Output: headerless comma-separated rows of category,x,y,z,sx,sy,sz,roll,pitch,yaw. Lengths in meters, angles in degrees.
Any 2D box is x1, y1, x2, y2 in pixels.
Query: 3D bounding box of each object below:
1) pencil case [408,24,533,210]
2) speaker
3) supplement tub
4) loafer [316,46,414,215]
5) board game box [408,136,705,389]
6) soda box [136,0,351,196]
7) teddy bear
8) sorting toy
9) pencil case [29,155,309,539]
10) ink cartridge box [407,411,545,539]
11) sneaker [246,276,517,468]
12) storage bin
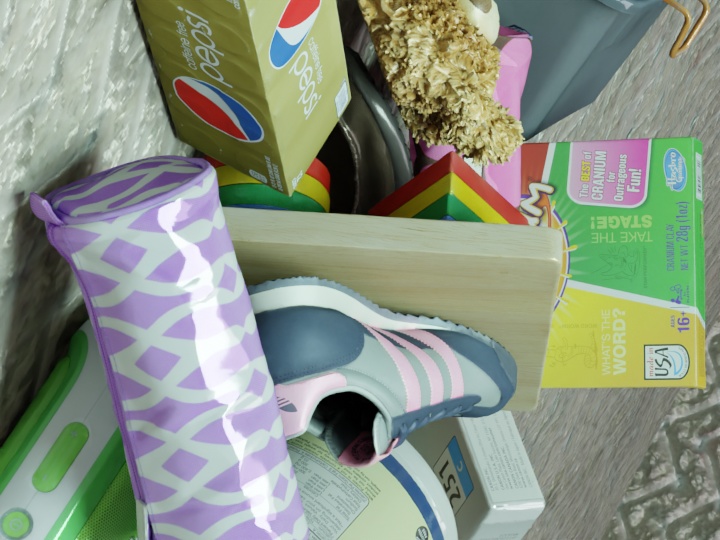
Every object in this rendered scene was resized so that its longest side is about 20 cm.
pencil case,0.055,-0.050,1.463,0.090,0.094,0.201,2,95,-31
speaker,-0.143,0.115,1.170,0.200,0.088,0.089,-58,164,-21
supplement tub,-0.056,0.171,1.257,0.200,0.145,0.145,-46,157,-40
loafer,-0.014,-0.034,1.369,0.071,0.073,0.200,-16,135,-14
board game box,0.111,-0.002,1.518,0.040,0.199,0.154,9,79,-74
soda box,-0.054,-0.113,1.122,0.064,0.068,0.200,-58,164,-19
teddy bear,0.041,-0.120,1.309,0.067,0.145,0.200,-22,162,2
sorting toy,0.000,0.000,1.285,0.199,0.199,0.070,90,4,-65
pencil case,-0.084,0.048,1.111,0.085,0.084,0.201,-18,105,-17
ink cartridge box,0.043,0.117,1.629,0.045,0.201,0.176,-3,145,-25
sneaker,0.009,0.064,1.226,0.200,0.070,0.082,17,58,-46
storage bin,0.135,-0.163,1.570,0.135,0.145,0.200,-59,168,25
